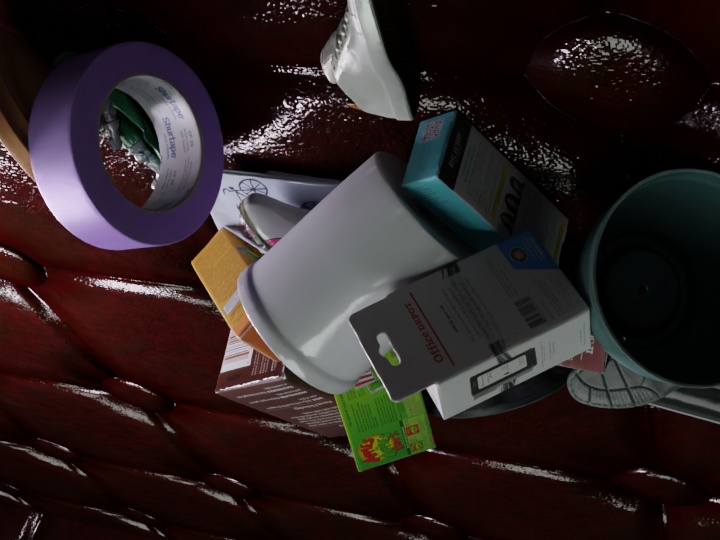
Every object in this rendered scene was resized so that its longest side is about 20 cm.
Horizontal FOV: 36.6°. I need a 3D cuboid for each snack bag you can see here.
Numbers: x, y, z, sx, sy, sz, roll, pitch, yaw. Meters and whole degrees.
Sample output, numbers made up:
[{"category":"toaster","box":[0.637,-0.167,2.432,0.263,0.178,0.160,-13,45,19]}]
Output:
[{"category":"snack bag","box":[-0.094,-0.065,1.302,0.199,0.021,0.189,8,153,14]}]

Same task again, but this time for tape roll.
[{"category":"tape roll","box":[-0.227,-0.122,1.082,0.065,0.201,0.200,-3,147,37]}]

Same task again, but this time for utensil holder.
[{"category":"utensil holder","box":[0.000,0.000,1.125,0.170,0.170,0.200,35,112,-31]}]

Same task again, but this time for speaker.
[{"category":"speaker","box":[0.368,0.127,1.320,0.199,0.081,0.081,15,153,6]}]

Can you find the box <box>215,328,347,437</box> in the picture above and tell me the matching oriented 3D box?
[{"category":"box","box":[-0.052,0.105,1.420,0.200,0.166,0.164,25,153,-31]}]

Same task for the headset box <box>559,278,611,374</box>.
[{"category":"headset box","box":[0.204,0.051,1.206,0.199,0.075,0.149,10,-169,17]}]

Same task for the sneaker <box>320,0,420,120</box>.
[{"category":"sneaker","box":[-0.003,-0.196,0.944,0.084,0.073,0.200,7,153,15]}]

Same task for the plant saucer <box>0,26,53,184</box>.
[{"category":"plant saucer","box":[-0.327,-0.163,1.106,0.032,0.201,0.200,-27,140,8]}]

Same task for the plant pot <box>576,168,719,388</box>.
[{"category":"plant pot","box":[0.293,0.014,1.051,0.200,0.201,0.134,21,170,-7]}]

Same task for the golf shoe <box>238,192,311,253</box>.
[{"category":"golf shoe","box":[-0.042,-0.043,1.236,0.200,0.073,0.092,28,122,-22]}]

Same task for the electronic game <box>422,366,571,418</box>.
[{"category":"electronic game","box":[0.172,0.139,1.376,0.200,0.200,0.042,-7,104,40]}]

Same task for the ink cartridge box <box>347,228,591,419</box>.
[{"category":"ink cartridge box","box":[0.102,0.058,1.029,0.199,0.116,0.068,-24,141,-7]}]

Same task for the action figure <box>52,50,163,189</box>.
[{"category":"action figure","box":[-0.260,-0.159,1.175,0.118,0.055,0.200,40,169,51]}]

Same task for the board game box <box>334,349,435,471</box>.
[{"category":"board game box","box":[0.021,0.146,1.298,0.101,0.048,0.200,-17,130,-2]}]

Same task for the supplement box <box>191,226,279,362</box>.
[{"category":"supplement box","box":[-0.131,0.024,1.277,0.066,0.069,0.200,34,-174,-35]}]

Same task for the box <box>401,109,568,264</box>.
[{"category":"box","box":[0.130,-0.067,1.097,0.049,0.083,0.200,-12,141,44]}]

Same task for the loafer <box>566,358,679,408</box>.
[{"category":"loafer","box":[0.339,0.108,1.259,0.199,0.063,0.072,-16,105,19]}]
